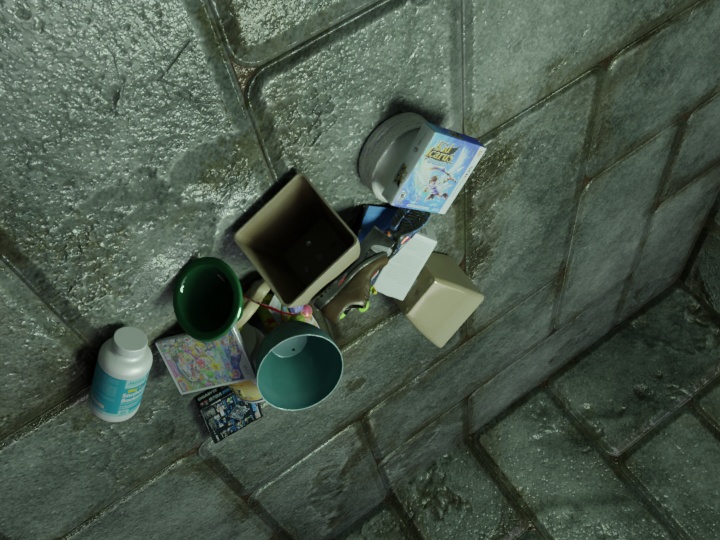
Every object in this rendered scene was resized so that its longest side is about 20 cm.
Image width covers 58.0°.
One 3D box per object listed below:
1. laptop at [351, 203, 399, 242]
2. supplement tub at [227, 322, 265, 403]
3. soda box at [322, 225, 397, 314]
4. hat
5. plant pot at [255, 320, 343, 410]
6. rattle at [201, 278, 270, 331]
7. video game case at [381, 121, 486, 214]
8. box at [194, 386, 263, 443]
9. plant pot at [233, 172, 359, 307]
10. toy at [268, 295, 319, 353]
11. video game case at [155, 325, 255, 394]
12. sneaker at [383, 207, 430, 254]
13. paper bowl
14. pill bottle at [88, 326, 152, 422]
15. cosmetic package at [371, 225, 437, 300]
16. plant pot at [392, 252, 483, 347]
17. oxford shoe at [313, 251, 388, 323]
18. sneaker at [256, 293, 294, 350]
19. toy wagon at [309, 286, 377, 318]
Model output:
[{"bbox_3d":[0.019,-0.051,1.589,0.114,0.201,0.189,22,121,-7],"label":"laptop"},{"bbox_3d":[-0.278,0.221,1.579,0.143,0.145,0.201,-34,146,-9],"label":"supplement tub"},{"bbox_3d":[0.000,0.000,1.500,0.201,0.070,0.063,-52,164,-6],"label":"soda box"},{"bbox_3d":[-0.277,0.075,1.398,0.166,0.200,0.176,-49,160,10],"label":"hat"},{"bbox_3d":[-0.151,0.194,1.477,0.196,0.135,0.204,-10,121,-16],"label":"plant pot"},{"bbox_3d":[-0.274,0.034,1.472,0.201,0.142,0.130,-51,-179,-10],"label":"rattle"},{"bbox_3d":[0.163,-0.217,1.419,0.198,0.046,0.183,2,127,-47],"label":"video game case"},{"bbox_3d":[-0.354,0.374,1.770,0.157,0.046,0.202,-28,145,-20],"label":"box"},{"bbox_3d":[-0.112,-0.046,1.390,0.199,0.201,0.177,-42,161,4],"label":"plant pot"},{"bbox_3d":[-0.142,0.116,1.566,0.046,0.116,0.202,-8,130,24],"label":"toy"},{"bbox_3d":[-0.343,0.198,1.450,0.196,0.018,0.146,-14,113,15],"label":"video game case"},{"bbox_3d":[0.093,-0.092,1.593,0.199,0.075,0.079,-42,170,-10],"label":"sneaker"},{"bbox_3d":[0.101,-0.242,1.464,0.198,0.105,0.203,-28,145,-21],"label":"paper bowl"},{"bbox_3d":[-0.505,0.216,1.373,0.109,0.111,0.202,-6,134,-41],"label":"pill bottle"},{"bbox_3d":[0.110,-0.030,1.713,0.100,0.072,0.202,20,120,-17],"label":"cosmetic package"},{"bbox_3d":[0.191,0.063,1.842,0.175,0.201,0.201,24,112,-43],"label":"plant pot"},{"bbox_3d":[-0.003,0.038,1.402,0.200,0.085,0.073,-43,174,-15],"label":"oxford shoe"},{"bbox_3d":[-0.195,0.147,1.573,0.077,0.091,0.203,-23,115,5],"label":"sneaker"},{"bbox_3d":[-0.043,0.053,1.612,0.197,0.155,0.040,-13,123,-35],"label":"toy wagon"}]
